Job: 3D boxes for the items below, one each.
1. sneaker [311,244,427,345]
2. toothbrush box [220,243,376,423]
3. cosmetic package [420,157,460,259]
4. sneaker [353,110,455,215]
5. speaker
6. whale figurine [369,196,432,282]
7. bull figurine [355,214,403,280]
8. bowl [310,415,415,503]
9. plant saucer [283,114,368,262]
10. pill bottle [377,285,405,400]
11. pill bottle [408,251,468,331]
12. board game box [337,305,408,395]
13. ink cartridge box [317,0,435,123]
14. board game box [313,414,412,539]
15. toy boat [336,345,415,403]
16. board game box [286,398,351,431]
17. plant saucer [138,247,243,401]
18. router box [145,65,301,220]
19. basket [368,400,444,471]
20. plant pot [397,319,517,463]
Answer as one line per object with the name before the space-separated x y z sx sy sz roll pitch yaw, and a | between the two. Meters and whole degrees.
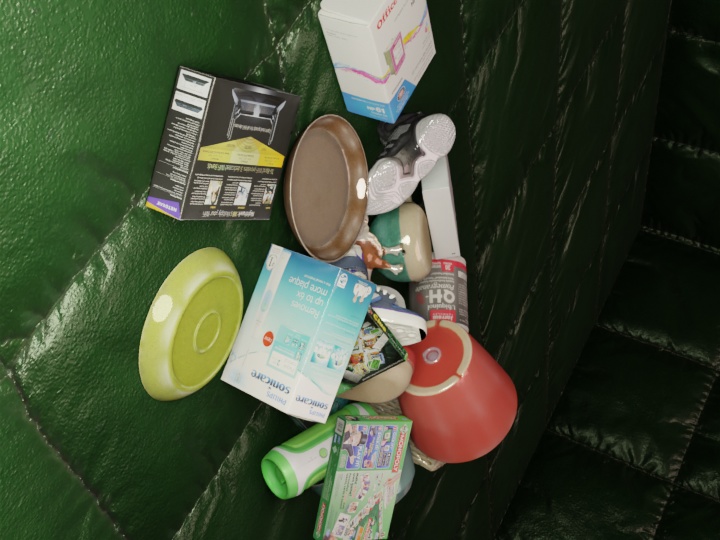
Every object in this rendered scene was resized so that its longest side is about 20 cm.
sneaker | 0.008 0.023 1.483 0.081 0.197 0.148 76 22 -56
toothbrush box | -0.085 0.084 1.380 0.085 0.145 0.203 23 88 -47
cosmetic package | 0.134 -0.138 1.758 0.201 0.051 0.153 73 10 -55
sneaker | 0.049 -0.169 1.562 0.200 0.114 0.076 -44 124 -8
speaker | -0.060 0.286 1.634 0.198 0.088 0.090 -26 134 -35
whale figurine | 0.066 -0.056 1.720 0.200 0.102 0.162 -73 153 -71
bull figurine | 0.000 0.000 1.593 0.065 0.119 0.203 -105 -150 -62
bowl | 0.016 0.348 1.747 0.106 0.200 0.201 57 40 -7
plant saucer | -0.051 -0.113 1.414 0.199 0.032 0.204 -9 100 -59
pill bottle | 0.039 0.125 1.755 0.114 0.113 0.201 -55 153 -31
pill bottle | 0.142 0.077 1.868 0.111 0.109 0.203 47 40 -65
board game box | -0.038 0.124 1.448 0.105 0.199 0.024 50 33 -16
ink cartridge box | 0.027 -0.327 1.406 0.146 0.084 0.201 -60 154 -22
board game box | 0.004 0.330 1.618 0.133 0.029 0.203 7 99 -37
toy boat | -0.011 0.117 1.546 0.131 0.197 0.132 71 31 -57
board game box | -0.063 0.206 1.695 0.137 0.028 0.200 -64 156 -17
plant saucer | -0.201 0.072 1.273 0.200 0.031 0.202 -47 147 -43
router box | -0.153 -0.141 1.181 0.199 0.052 0.160 -5 113 -66
basket | 0.118 0.256 1.931 0.198 0.198 0.163 0 111 -65
plant pot | 0.142 0.187 1.682 0.202 0.198 0.178 -59 142 -24
